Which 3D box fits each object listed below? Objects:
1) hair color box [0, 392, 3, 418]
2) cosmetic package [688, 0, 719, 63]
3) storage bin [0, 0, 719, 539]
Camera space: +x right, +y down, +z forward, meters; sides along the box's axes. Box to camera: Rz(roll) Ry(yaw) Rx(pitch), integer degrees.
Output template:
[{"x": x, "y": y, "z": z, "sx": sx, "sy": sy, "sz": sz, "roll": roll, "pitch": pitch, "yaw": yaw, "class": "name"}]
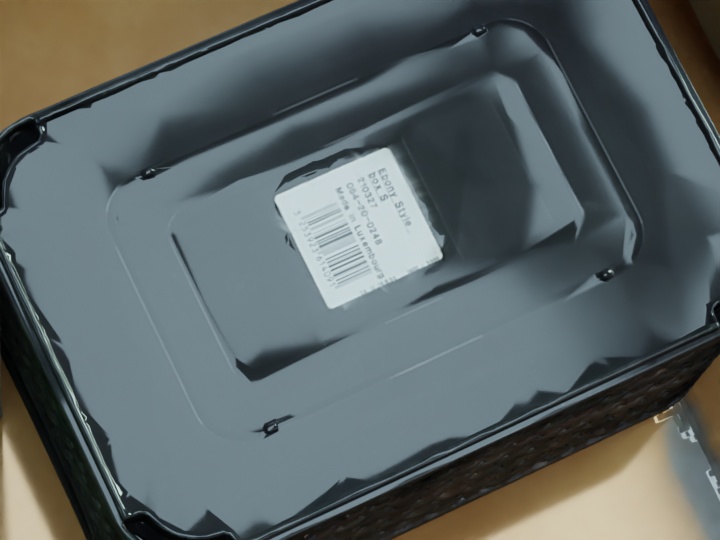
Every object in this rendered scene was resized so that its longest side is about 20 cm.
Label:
[{"x": -0.141, "y": -0.023, "z": 0.786, "sx": 0.065, "sy": 0.200, "sz": 0.110, "roll": -21, "pitch": 76, "yaw": -14, "class": "hair color box"}, {"x": 0.136, "y": -0.126, "z": 0.865, "sx": 0.105, "sy": 0.071, "sz": 0.201, "roll": -38, "pitch": 115, "yaw": -18, "class": "cosmetic package"}, {"x": 0.000, "y": 0.000, "z": 0.852, "sx": 0.199, "sy": 0.094, "sz": 0.136, "roll": -24, "pitch": 77, "yaw": -14, "class": "storage bin"}]
